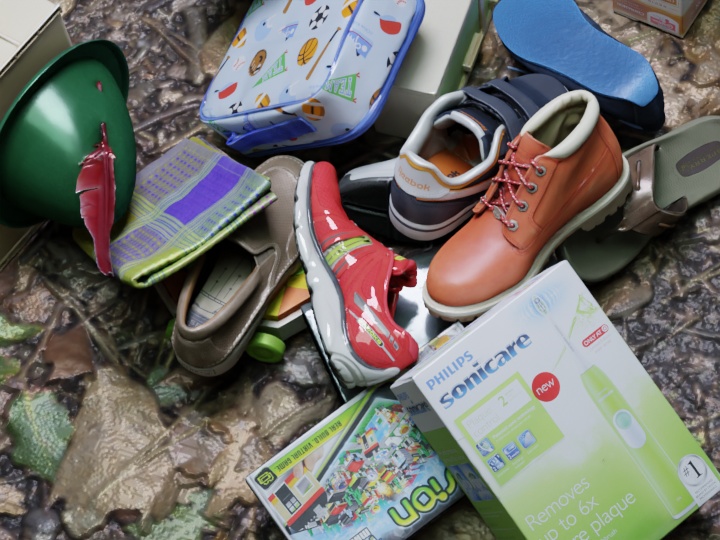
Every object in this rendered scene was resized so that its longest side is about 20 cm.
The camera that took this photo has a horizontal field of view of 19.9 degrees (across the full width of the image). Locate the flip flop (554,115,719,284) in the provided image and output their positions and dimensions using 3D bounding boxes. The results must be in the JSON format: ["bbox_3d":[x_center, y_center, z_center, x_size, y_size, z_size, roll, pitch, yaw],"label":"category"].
[{"bbox_3d":[0.233,-0.062,1.620,0.199,0.058,0.082,-30,94,-18],"label":"flip flop"}]

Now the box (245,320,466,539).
[{"bbox_3d":[0.025,0.141,1.529,0.199,0.035,0.110,-36,82,-8],"label":"box"}]

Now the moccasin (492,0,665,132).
[{"bbox_3d":[0.177,-0.167,1.701,0.080,0.068,0.200,-39,44,-2],"label":"moccasin"}]

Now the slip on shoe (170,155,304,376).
[{"bbox_3d":[-0.092,-0.014,1.609,0.076,0.061,0.201,20,64,20],"label":"slip on shoe"}]

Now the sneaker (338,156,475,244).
[{"bbox_3d":[0.079,-0.089,1.680,0.199,0.076,0.116,-1,49,-1],"label":"sneaker"}]

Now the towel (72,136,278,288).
[{"bbox_3d":[-0.154,-0.048,1.647,0.143,0.023,0.200,-36,24,-9],"label":"towel"}]

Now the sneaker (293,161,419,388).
[{"bbox_3d":[0.000,0.000,1.559,0.084,0.077,0.201,-15,58,1],"label":"sneaker"}]

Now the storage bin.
[{"bbox_3d":[-0.314,-0.112,1.669,0.093,0.200,0.199,30,67,21],"label":"storage bin"}]

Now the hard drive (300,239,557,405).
[{"bbox_3d":[0.070,0.052,1.592,0.199,0.033,0.140,-24,71,-6],"label":"hard drive"}]

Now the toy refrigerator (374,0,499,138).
[{"bbox_3d":[0.071,-0.212,1.744,0.069,0.076,0.201,12,61,16],"label":"toy refrigerator"}]

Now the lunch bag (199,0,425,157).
[{"bbox_3d":[-0.044,-0.168,1.687,0.199,0.075,0.161,-7,55,53],"label":"lunch bag"}]

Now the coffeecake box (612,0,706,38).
[{"bbox_3d":[0.273,-0.320,1.704,0.073,0.201,0.154,25,65,22],"label":"coffeecake box"}]

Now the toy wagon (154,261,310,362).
[{"bbox_3d":[-0.113,-0.009,1.669,0.198,0.040,0.156,9,60,14],"label":"toy wagon"}]

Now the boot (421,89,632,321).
[{"bbox_3d":[0.115,-0.051,1.542,0.200,0.108,0.075,-42,52,-15],"label":"boot"}]

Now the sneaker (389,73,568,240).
[{"bbox_3d":[0.102,-0.106,1.597,0.078,0.080,0.200,33,55,22],"label":"sneaker"}]

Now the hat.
[{"bbox_3d":[-0.188,-0.064,1.637,0.175,0.166,0.200,30,64,21],"label":"hat"}]

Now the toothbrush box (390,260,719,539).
[{"bbox_3d":[0.141,0.119,1.476,0.145,0.086,0.201,-35,89,-13],"label":"toothbrush box"}]
